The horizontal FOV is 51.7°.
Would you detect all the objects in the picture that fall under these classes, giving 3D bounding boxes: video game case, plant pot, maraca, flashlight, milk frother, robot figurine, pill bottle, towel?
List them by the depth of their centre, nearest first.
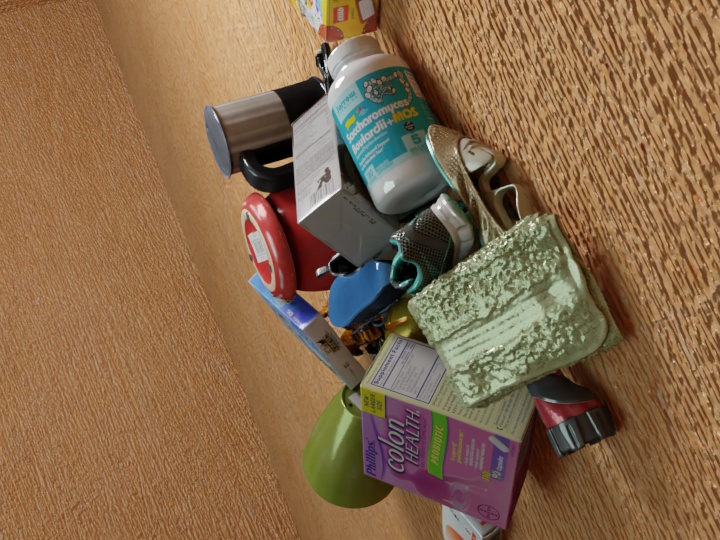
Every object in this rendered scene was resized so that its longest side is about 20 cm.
[{"bbox_3d":[0.145,0.045,0.742,0.199,0.036,0.150,-35,81,37],"label":"towel"},{"bbox_3d":[0.195,0.090,0.785,0.202,0.067,0.068,69,152,19],"label":"flashlight"},{"bbox_3d":[0.030,-0.178,0.890,0.202,0.110,0.111,65,159,14],"label":"pill bottle"},{"bbox_3d":[0.092,0.113,1.006,0.137,0.106,0.202,-129,22,-63],"label":"maraca"},{"bbox_3d":[-0.128,-0.243,1.131,0.181,0.186,0.202,49,151,43],"label":"milk frother"},{"bbox_3d":[-0.084,-0.056,1.207,0.201,0.181,0.202,53,156,36],"label":"plant pot"},{"bbox_3d":[-0.093,0.099,1.304,0.200,0.045,0.182,35,166,48],"label":"video game case"},{"bbox_3d":[-0.011,0.093,1.323,0.146,0.058,0.200,65,160,1],"label":"robot figurine"},{"bbox_3d":[-0.003,0.295,1.352,0.188,0.185,0.202,54,145,38],"label":"plant pot"}]

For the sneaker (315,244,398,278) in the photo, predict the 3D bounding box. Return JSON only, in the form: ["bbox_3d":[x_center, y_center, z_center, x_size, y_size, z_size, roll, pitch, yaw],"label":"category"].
[{"bbox_3d":[0.000,0.000,1.084,0.201,0.138,0.078,103,149,-54],"label":"sneaker"}]

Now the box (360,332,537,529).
[{"bbox_3d":[0.108,0.197,0.916,0.198,0.097,0.177,17,134,20],"label":"box"}]

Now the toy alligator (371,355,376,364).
[{"bbox_3d":[0.054,0.213,1.255,0.055,0.059,0.201,94,162,-50],"label":"toy alligator"}]

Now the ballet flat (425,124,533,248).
[{"bbox_3d":[0.138,-0.085,0.787,0.065,0.070,0.202,-40,71,40],"label":"ballet flat"}]

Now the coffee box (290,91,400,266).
[{"bbox_3d":[-0.022,-0.121,0.961,0.113,0.079,0.202,35,-148,-36],"label":"coffee box"}]

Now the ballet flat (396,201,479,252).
[{"bbox_3d":[0.082,-0.055,0.941,0.200,0.067,0.063,23,140,64],"label":"ballet flat"}]

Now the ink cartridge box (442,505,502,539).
[{"bbox_3d":[0.135,0.366,1.157,0.200,0.050,0.163,40,151,35],"label":"ink cartridge box"}]

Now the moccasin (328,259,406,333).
[{"bbox_3d":[0.015,0.038,0.963,0.200,0.067,0.082,158,111,-65],"label":"moccasin"}]

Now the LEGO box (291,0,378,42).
[{"bbox_3d":[-0.039,-0.410,0.901,0.149,0.076,0.201,56,156,36],"label":"LEGO box"}]

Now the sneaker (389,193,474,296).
[{"bbox_3d":[0.073,0.000,0.839,0.078,0.090,0.201,55,167,35],"label":"sneaker"}]
